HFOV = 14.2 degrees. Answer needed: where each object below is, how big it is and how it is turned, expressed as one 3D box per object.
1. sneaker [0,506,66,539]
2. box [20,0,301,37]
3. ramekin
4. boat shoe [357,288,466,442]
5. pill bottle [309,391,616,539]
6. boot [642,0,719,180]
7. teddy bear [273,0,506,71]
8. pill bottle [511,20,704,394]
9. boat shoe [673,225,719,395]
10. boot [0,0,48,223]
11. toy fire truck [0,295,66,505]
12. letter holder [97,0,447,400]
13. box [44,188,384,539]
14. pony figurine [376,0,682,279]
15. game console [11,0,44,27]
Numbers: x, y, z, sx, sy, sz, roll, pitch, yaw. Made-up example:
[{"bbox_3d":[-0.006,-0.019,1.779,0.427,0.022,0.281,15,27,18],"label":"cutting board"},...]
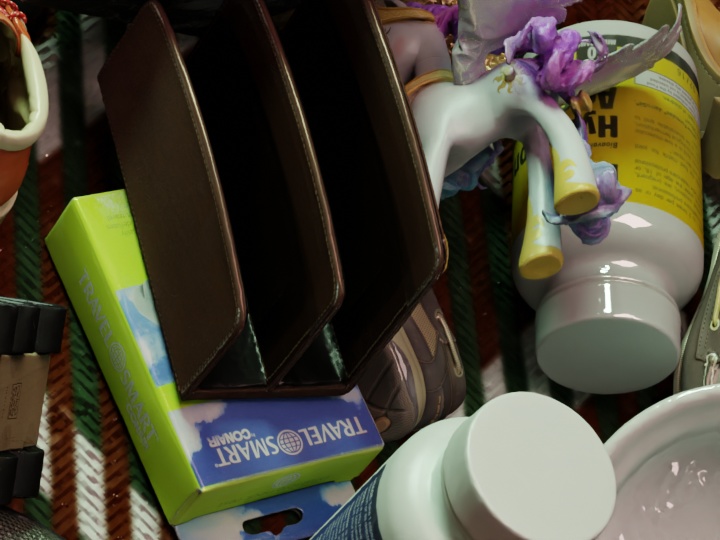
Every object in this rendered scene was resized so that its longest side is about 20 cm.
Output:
[{"bbox_3d":[-0.114,0.167,1.384,0.199,0.114,0.076,43,47,4],"label":"sneaker"},{"bbox_3d":[-0.061,-0.213,1.544,0.200,0.196,0.118,2,73,-63],"label":"box"},{"bbox_3d":[0.201,0.162,1.525,0.199,0.098,0.202,0,84,3],"label":"ramekin"},{"bbox_3d":[0.000,0.000,1.593,0.073,0.074,0.201,-3,69,-45],"label":"boat shoe"},{"bbox_3d":[0.043,0.142,1.432,0.110,0.200,0.111,14,55,-21],"label":"pill bottle"},{"bbox_3d":[0.262,-0.105,1.776,0.154,0.074,0.200,6,38,-22],"label":"boot"},{"bbox_3d":[0.023,-0.152,1.695,0.145,0.067,0.200,-30,69,-17],"label":"teddy bear"},{"bbox_3d":[0.142,-0.035,1.662,0.111,0.111,0.201,17,53,-20],"label":"pill bottle"},{"bbox_3d":[0.224,0.028,1.621,0.071,0.060,0.201,18,66,-6],"label":"boat shoe"},{"bbox_3d":[-0.204,-0.130,1.515,0.075,0.107,0.201,-4,66,-25],"label":"boot"},{"bbox_3d":[-0.255,0.064,1.358,0.199,0.176,0.129,9,90,5],"label":"toy fire truck"},{"bbox_3d":[-0.045,-0.055,1.485,0.100,0.142,0.201,0,59,-30],"label":"letter holder"},{"bbox_3d":[-0.073,0.047,1.527,0.121,0.048,0.201,-12,66,-35],"label":"box"},{"bbox_3d":[0.080,-0.096,1.558,0.167,0.192,0.201,54,21,-50],"label":"pony figurine"},{"bbox_3d":[-0.237,-0.259,1.586,0.199,0.173,0.119,20,26,-19],"label":"game console"}]
